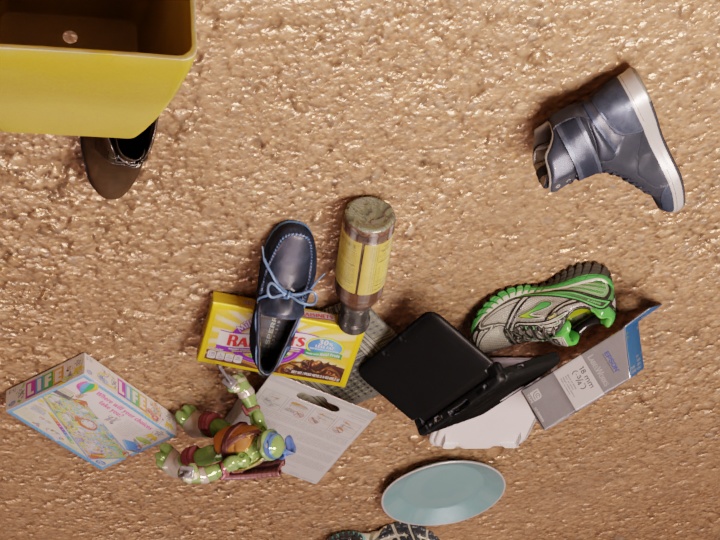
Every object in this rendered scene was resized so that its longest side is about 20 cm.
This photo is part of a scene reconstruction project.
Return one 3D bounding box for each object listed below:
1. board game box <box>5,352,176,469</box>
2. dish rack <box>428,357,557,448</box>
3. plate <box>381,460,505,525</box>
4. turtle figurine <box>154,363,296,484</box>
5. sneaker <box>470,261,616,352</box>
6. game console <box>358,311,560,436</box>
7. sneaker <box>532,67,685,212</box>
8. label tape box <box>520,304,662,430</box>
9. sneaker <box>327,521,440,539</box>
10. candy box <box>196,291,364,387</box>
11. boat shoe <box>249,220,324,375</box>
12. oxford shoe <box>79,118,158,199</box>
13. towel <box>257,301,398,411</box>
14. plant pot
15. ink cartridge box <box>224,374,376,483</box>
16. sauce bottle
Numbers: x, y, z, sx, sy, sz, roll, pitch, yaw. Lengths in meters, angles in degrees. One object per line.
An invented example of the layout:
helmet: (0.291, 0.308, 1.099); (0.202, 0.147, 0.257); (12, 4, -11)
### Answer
board game box: (-0.359, 0.192, 1.804); (0.133, 0.035, 0.200); (-24, 140, 19)
dish rack: (0.184, 0.198, 1.917); (0.169, 0.044, 0.201); (0, 142, -12)
plate: (0.129, 0.341, 2.102); (0.197, 0.026, 0.201); (-5, 142, -4)
turtle figurine: (-0.200, 0.204, 1.745); (0.198, 0.146, 0.193); (7, 167, -41)
sneaker: (0.231, 0.061, 1.718); (0.198, 0.086, 0.078); (-23, 140, 19)
game console: (0.127, 0.123, 1.746); (0.174, 0.118, 0.200); (-14, 162, -36)
sneaker: (0.272, -0.116, 1.496); (0.145, 0.077, 0.203); (-29, 129, 7)
label tape box: (0.319, 0.126, 1.758); (0.199, 0.064, 0.144); (-35, 170, 16)
sneaker: (0.037, 0.462, 2.212); (0.197, 0.079, 0.087); (0, 154, -1)
candy box: (-0.101, 0.088, 1.699); (0.197, 0.027, 0.103); (11, 125, -12)
boat shoe: (-0.087, 0.039, 1.607); (0.083, 0.069, 0.202); (3, 124, -8)
oxford shoe: (-0.248, -0.132, 1.376); (0.072, 0.085, 0.201); (2, 143, -17)
towel: (-0.032, 0.117, 1.786); (0.191, 0.035, 0.200); (-26, 137, 17)
plant pot: (-0.254, -0.222, 1.183); (0.197, 0.202, 0.177); (1, 152, -13)
ink cartridge box: (-0.087, 0.204, 1.839); (0.161, 0.057, 0.201); (22, 131, -15)
sauce bottle: (0.000, 0.000, 1.604); (0.064, 0.065, 0.201); (-1, 139, -11)
